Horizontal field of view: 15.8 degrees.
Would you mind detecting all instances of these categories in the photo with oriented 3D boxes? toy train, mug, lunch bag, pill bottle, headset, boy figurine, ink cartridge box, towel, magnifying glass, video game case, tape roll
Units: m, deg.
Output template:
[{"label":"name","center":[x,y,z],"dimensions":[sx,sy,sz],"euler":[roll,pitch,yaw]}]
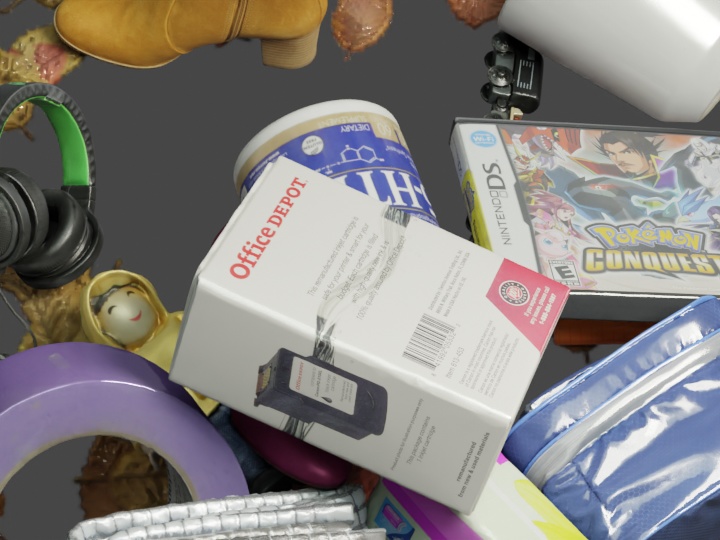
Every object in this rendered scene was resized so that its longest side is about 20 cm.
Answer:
[{"label":"toy train","center":[0.102,-0.077,1.788],"dimensions":[0.046,0.034,0.201],"euler":[11,61,-6]},{"label":"mug","center":[0.210,-0.195,1.787],"dimensions":[0.153,0.149,0.187],"euler":[39,75,7]},{"label":"lunch bag","center":[0.175,0.117,1.622],"dimensions":[0.200,0.136,0.132],"euler":[-32,65,-13]},{"label":"pill bottle","center":[0.000,0.000,1.699],"dimensions":[0.119,0.120,0.200],"euler":[-17,63,-8]},{"label":"headset","center":[-0.237,-0.026,1.731],"dimensions":[0.094,0.123,0.201],"euler":[0,78,29]},{"label":"boy figurine","center":[-0.106,0.070,1.697],"dimensions":[0.124,0.064,0.200],"euler":[-39,71,-15]},{"label":"ink cartridge box","center":[0.005,0.036,1.535],"dimensions":[0.199,0.085,0.145],"euler":[24,37,4]},{"label":"towel","center":[-0.077,0.225,1.535],"dimensions":[0.199,0.166,0.086],"euler":[-4,21,-19]},{"label":"magnifying glass","center":[0.229,0.036,1.730],"dimensions":[0.199,0.022,0.080],"euler":[-2,62,1]},{"label":"video game case","center":[0.169,-0.034,1.710],"dimensions":[0.199,0.026,0.181],"euler":[2,40,-12]},{"label":"tape roll","center":[-0.171,0.150,1.576],"dimensions":[0.199,0.201,0.085],"euler":[-23,20,-11]}]

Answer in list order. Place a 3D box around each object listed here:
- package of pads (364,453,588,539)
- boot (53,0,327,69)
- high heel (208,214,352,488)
[{"label":"package of pads","center":[0.078,0.206,1.568],"dimensions":[0.068,0.155,0.200],"euler":[-23,59,-42]},{"label":"boot","center":[-0.122,-0.202,1.797],"dimensions":[0.200,0.144,0.071],"euler":[6,61,5]},{"label":"high heel","center":[-0.050,0.044,1.604],"dimensions":[0.067,0.096,0.200],"euler":[-4,38,-31]}]
